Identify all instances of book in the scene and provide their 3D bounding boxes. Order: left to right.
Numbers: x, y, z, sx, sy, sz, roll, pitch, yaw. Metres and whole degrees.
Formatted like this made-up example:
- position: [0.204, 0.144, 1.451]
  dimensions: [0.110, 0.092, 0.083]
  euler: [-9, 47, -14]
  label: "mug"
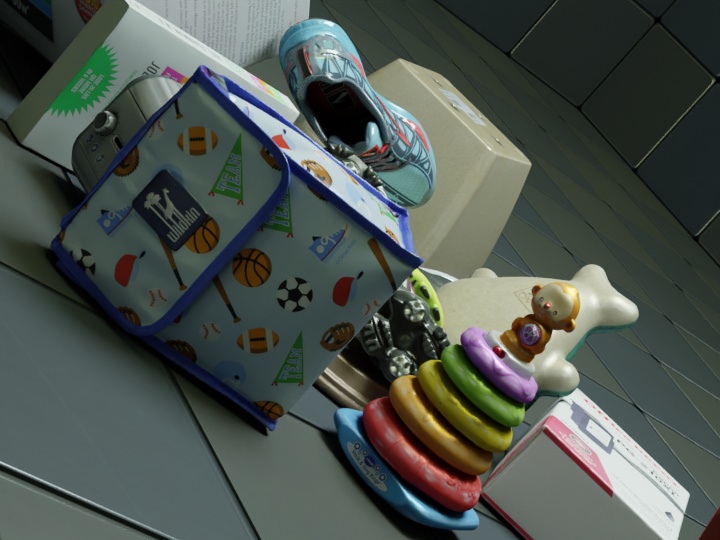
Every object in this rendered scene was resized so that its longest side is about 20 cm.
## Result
- position: [-0.156, -0.119, 1.642]
  dimensions: [0.200, 0.134, 0.048]
  euler: [28, 19, -46]
  label: "book"

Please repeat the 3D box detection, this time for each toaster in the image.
- position: [-0.114, -0.044, 1.577]
  dimensions: [0.200, 0.114, 0.129]
  euler: [36, 17, -40]
  label: "toaster"

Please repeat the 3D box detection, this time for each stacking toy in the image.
- position: [0.087, 0.085, 1.541]
  dimensions: [0.116, 0.200, 0.110]
  euler: [49, 14, 27]
  label: "stacking toy"

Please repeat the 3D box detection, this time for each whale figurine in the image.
- position: [0.140, 0.064, 1.847]
  dimensions: [0.159, 0.199, 0.104]
  euler: [49, -30, 39]
  label: "whale figurine"

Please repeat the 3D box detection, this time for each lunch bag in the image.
- position: [-0.086, -0.018, 1.445]
  dimensions: [0.200, 0.170, 0.124]
  euler: [39, 11, -20]
  label: "lunch bag"

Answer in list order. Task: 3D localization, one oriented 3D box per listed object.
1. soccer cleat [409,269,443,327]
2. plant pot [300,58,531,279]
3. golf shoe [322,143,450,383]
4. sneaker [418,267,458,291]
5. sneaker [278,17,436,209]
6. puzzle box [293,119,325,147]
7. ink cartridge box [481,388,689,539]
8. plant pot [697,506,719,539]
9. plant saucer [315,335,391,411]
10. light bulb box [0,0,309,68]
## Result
- position: [-0.010, -0.010, 1.753]
  dimensions: [0.200, 0.065, 0.084]
  euler: [37, 10, -23]
  label: "soccer cleat"
- position: [0.046, -0.087, 2.044]
  dimensions: [0.200, 0.177, 0.200]
  euler: [46, 13, 16]
  label: "plant pot"
- position: [0.000, 0.000, 1.673]
  dimensions: [0.088, 0.077, 0.201]
  euler: [166, -99, -81]
  label: "golf shoe"
- position: [0.039, 0.031, 1.889]
  dimensions: [0.200, 0.071, 0.099]
  euler: [33, 16, -13]
  label: "sneaker"
- position: [-0.004, -0.111, 1.777]
  dimensions: [0.200, 0.079, 0.096]
  euler: [48, 19, -31]
  label: "sneaker"
- position: [-0.042, -0.093, 1.811]
  dimensions: [0.200, 0.025, 0.133]
  euler: [44, -2, 19]
  label: "puzzle box"
- position: [0.191, 0.186, 1.780]
  dimensions: [0.145, 0.084, 0.200]
  euler: [44, 13, 4]
  label: "ink cartridge box"
- position: [0.341, 0.288, 1.691]
  dimensions: [0.176, 0.200, 0.200]
  euler: [35, 9, 27]
  label: "plant pot"
- position: [-0.016, 0.058, 1.720]
  dimensions: [0.200, 0.029, 0.200]
  euler: [40, 14, -12]
  label: "plant saucer"
- position: [-0.176, -0.249, 1.758]
  dimensions: [0.199, 0.125, 0.198]
  euler: [-25, 48, -31]
  label: "light bulb box"
